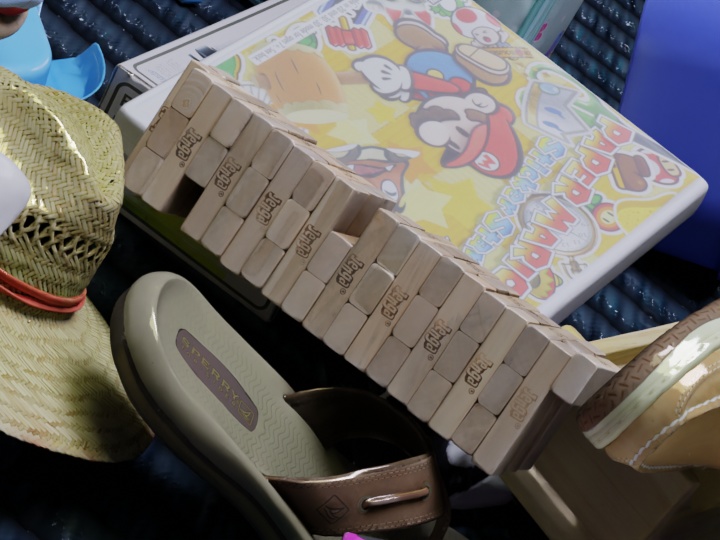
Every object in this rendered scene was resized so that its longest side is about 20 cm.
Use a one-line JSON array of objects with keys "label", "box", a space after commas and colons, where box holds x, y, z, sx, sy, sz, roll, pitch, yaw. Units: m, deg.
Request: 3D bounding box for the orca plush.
[{"label": "orca plush", "box": [0.078, 0.048, 1.006, 0.199, 0.071, 0.105, 2, 39, -41]}]

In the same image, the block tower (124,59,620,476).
[{"label": "block tower", "box": [0.000, 0.000, 0.894, 0.200, 0.058, 0.054, 36, 8, 17]}]

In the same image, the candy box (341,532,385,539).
[{"label": "candy box", "box": [0.077, 0.162, 0.775, 0.199, 0.061, 0.137, 11, 29, 3]}]

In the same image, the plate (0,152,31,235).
[{"label": "plate", "box": [-0.232, -0.029, 0.756, 0.200, 0.032, 0.200, 33, 48, 6]}]

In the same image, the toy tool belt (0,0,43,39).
[{"label": "toy tool belt", "box": [-0.161, -0.138, 0.883, 0.200, 0.123, 0.125, 26, 61, -52]}]

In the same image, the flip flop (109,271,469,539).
[{"label": "flip flop", "box": [-0.008, 0.068, 0.866, 0.200, 0.057, 0.081, 47, 23, -23]}]

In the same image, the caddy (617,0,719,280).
[{"label": "caddy", "box": [0.189, -0.094, 1.220, 0.105, 0.201, 0.141, 15, 30, 8]}]

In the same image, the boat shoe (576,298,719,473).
[{"label": "boat shoe", "box": [0.153, 0.048, 0.882, 0.200, 0.072, 0.076, -16, 70, -53]}]

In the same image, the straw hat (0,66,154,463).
[{"label": "straw hat", "box": [-0.130, -0.029, 0.870, 0.201, 0.085, 0.201, 37, 12, -9]}]

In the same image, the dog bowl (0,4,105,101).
[{"label": "dog bowl", "box": [-0.181, -0.114, 1.049, 0.111, 0.050, 0.200, 12, 34, -30]}]

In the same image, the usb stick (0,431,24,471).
[{"label": "usb stick", "box": [-0.194, 0.001, 0.870, 0.200, 0.033, 0.055, 46, 31, 26]}]

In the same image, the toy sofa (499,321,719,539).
[{"label": "toy sofa", "box": [0.133, 0.071, 0.984, 0.200, 0.098, 0.083, -10, 55, -49]}]

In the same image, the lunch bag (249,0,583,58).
[{"label": "lunch bag", "box": [0.023, -0.182, 1.231, 0.200, 0.161, 0.077, 38, 29, 13]}]

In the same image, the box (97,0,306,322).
[{"label": "box", "box": [-0.030, -0.061, 1.093, 0.116, 0.060, 0.200, 36, 28, 10]}]

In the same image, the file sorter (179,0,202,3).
[{"label": "file sorter", "box": [-0.153, -0.247, 1.199, 0.122, 0.139, 0.200, -7, 45, -44]}]

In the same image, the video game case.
[{"label": "video game case", "box": [0.025, -0.046, 1.007, 0.182, 0.023, 0.200, 39, 44, 15]}]
